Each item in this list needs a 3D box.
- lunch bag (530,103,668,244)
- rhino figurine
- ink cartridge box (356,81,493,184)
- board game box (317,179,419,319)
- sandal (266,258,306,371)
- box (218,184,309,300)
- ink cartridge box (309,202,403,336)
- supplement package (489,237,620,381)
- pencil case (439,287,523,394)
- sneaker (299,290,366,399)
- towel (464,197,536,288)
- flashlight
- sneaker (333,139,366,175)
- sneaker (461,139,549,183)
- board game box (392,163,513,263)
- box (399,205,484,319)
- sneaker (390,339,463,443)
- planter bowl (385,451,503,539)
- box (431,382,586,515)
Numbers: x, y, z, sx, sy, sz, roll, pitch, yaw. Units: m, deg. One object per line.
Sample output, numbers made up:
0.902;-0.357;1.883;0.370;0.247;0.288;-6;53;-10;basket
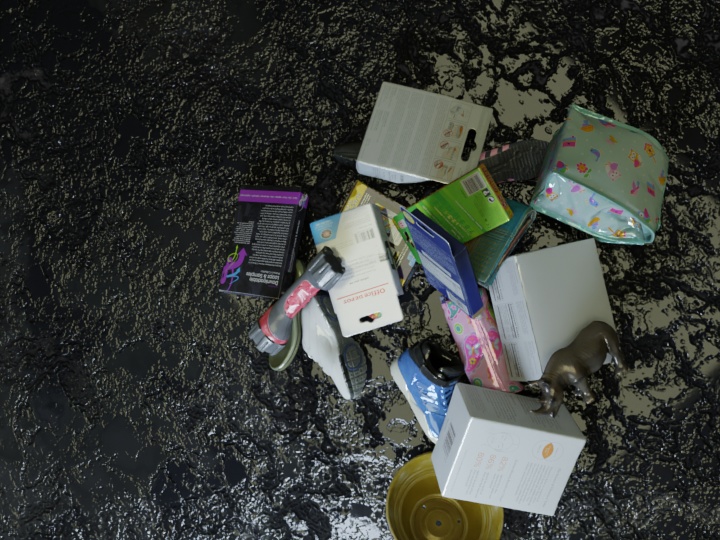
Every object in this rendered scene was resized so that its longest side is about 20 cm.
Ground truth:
0.394;-0.146;1.237;0.198;0.122;0.172;23;59;0;lunch bag
0.322;0.152;1.159;0.199;0.060;0.088;-35;102;-21;rhino figurine
0.108;-0.221;1.301;0.197;0.047;0.162;16;73;9;ink cartridge box
0.020;-0.032;1.367;0.164;0.057;0.202;30;95;11;board game box
-0.142;0.077;1.373;0.057;0.079;0.204;6;96;-34;sandal
-0.172;-0.051;1.373;0.141;0.036;0.203;6;80;33;box
0.000;0.000;1.308;0.114;0.067;0.203;-17;86;12;ink cartridge box
0.312;0.065;1.257;0.154;0.111;0.203;-12;88;-19;supplement package
0.207;0.125;1.317;0.086;0.087;0.202;-20;87;9;pencil case
-0.054;0.139;1.374;0.087;0.074;0.202;-35;69;31;sneaker
0.194;-0.060;1.275;0.022;0.200;0.148;33;89;-28;towel
-0.104;0.055;1.280;0.068;0.068;0.200;42;113;-9;flashlight
0.051;-0.219;1.364;0.197;0.076;0.092;1;80;3;sneaker
0.235;-0.185;1.327;0.197;0.082;0.071;-16;112;-13;sneaker
0.145;-0.087;1.257;0.199;0.030;0.096;-28;97;39;board game box
0.130;-0.019;1.208;0.032;0.201;0.121;-39;50;-10;box
0.144;0.212;1.315;0.111;0.076;0.201;-43;75;39;sneaker
0.137;0.419;1.308;0.197;0.084;0.203;2;55;-3;planter bowl
0.235;0.289;1.249;0.197;0.107;0.154;13;110;-11;box
